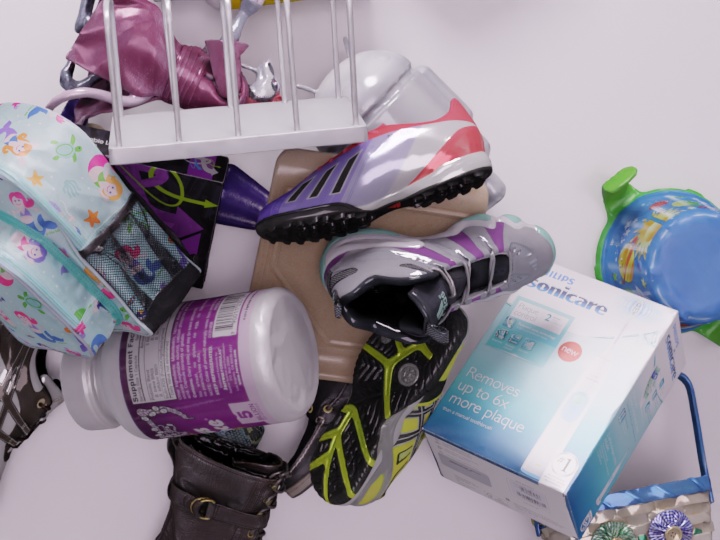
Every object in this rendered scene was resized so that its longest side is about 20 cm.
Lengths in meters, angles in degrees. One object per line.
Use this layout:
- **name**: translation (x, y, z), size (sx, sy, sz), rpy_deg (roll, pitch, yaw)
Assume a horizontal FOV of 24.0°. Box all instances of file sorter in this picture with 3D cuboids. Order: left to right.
- **file sorter**: translation (-0.105, -0.165, 1.341), size (0.198, 0.139, 0.125), rpy_deg (-6, 105, -6)

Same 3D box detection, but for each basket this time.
- **basket**: translation (0.234, 0.200, 1.511), size (0.175, 0.139, 0.201), rpy_deg (-13, 74, -4)

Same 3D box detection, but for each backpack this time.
- **backpack**: translation (-0.249, -0.033, 1.352), size (0.151, 0.177, 0.201), rpy_deg (-47, 121, -27)

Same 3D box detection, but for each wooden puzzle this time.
- **wooden puzzle**: translation (0.000, 0.000, 1.449), size (0.184, 0.037, 0.201), rpy_deg (8, 113, -12)

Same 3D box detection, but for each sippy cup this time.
- **sippy cup**: translation (0.288, -0.006, 1.507), size (0.177, 0.130, 0.141), rpy_deg (16, 91, -5)

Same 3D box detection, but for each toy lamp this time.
- **toy lamp**: translation (-0.174, -0.093, 1.504), size (0.199, 0.058, 0.059), rpy_deg (26, 90, -5)

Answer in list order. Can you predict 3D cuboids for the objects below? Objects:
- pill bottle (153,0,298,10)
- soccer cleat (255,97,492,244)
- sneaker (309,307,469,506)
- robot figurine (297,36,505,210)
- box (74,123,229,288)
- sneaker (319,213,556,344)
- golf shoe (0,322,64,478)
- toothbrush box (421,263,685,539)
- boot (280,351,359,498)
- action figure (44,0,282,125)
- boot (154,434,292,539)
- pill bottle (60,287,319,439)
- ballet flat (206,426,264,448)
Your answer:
- **pill bottle**: translation (-0.087, -0.286, 1.474), size (0.198, 0.111, 0.112), rpy_deg (-8, 93, -4)
- **soccer cleat**: translation (0.005, -0.077, 1.373), size (0.199, 0.068, 0.074), rpy_deg (-18, 77, -3)
- **sneaker**: translation (0.031, 0.113, 1.456), size (0.075, 0.076, 0.201), rpy_deg (40, 100, 33)
- **robot figurine**: translation (0.034, -0.112, 1.490), size (0.200, 0.113, 0.170), rpy_deg (45, 50, -5)
- **box**: translation (-0.222, -0.060, 1.466), size (0.199, 0.143, 0.036), rpy_deg (13, 48, -4)
- **sneaker**: translation (0.070, 0.018, 1.367), size (0.198, 0.140, 0.078), rpy_deg (-8, 117, -3)
- **golf shoe**: translation (-0.309, 0.130, 1.492), size (0.094, 0.078, 0.202), rpy_deg (7, 93, -5)
- **toothbrush box**: translation (0.170, 0.107, 1.462), size (0.146, 0.086, 0.200), rpy_deg (23, 63, 30)
- **boot**: translation (-0.051, 0.085, 1.512), size (0.150, 0.073, 0.200), rpy_deg (37, 85, -6)
- **action figure**: translation (-0.153, -0.166, 1.439), size (0.199, 0.134, 0.150), rpy_deg (21, 61, -2)
- **boot**: translation (-0.098, 0.238, 1.485), size (0.199, 0.069, 0.175), rpy_deg (22, 116, -3)
- **pill bottle**: translation (-0.144, 0.082, 1.408), size (0.199, 0.112, 0.113), rpy_deg (-9, 94, 22)
- **ballet flat**: translation (-0.156, 0.086, 1.516), size (0.074, 0.074, 0.201), rpy_deg (-34, 97, -2)
